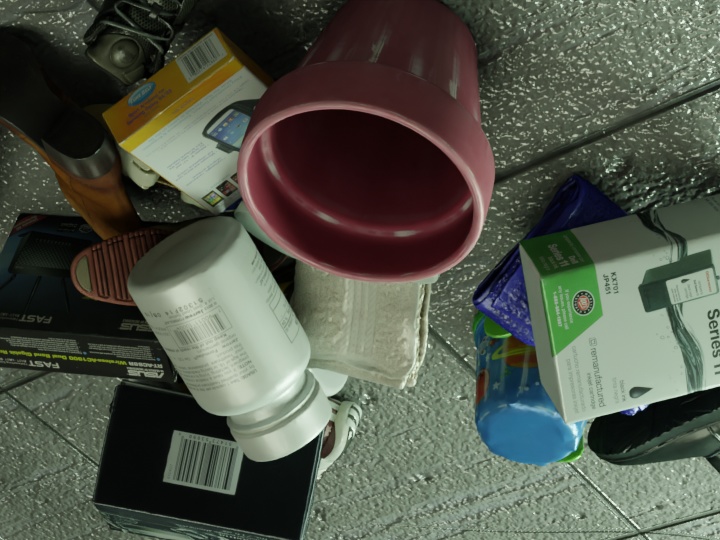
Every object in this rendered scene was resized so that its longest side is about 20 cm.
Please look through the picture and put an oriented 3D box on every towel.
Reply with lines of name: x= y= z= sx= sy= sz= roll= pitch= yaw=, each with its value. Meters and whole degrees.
towel: x=0.216 y=0.028 z=1.660 sx=0.200 sy=0.050 sz=0.148 roll=36 pitch=99 yaw=-23
towel: x=0.000 y=0.000 z=1.667 sx=0.132 sy=0.034 sz=0.200 roll=11 pitch=106 yaw=28

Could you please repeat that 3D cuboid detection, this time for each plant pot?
plant pot: x=0.016 y=-0.120 z=1.507 sx=0.200 sy=0.179 sz=0.200 roll=9 pitch=139 yaw=7

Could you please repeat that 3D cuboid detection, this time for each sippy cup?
sippy cup: x=0.164 y=0.105 z=1.751 sx=0.178 sy=0.130 sz=0.140 roll=30 pitch=138 yaw=-17

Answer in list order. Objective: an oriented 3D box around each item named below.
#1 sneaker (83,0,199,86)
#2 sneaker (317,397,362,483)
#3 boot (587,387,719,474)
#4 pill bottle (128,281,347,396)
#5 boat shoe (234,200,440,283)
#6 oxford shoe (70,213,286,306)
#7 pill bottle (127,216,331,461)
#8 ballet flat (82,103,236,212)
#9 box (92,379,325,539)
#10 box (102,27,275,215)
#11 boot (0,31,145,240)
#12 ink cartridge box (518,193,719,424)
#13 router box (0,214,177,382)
sneaker: x=-0.158 y=-0.218 z=1.505 sx=0.076 sy=0.114 sz=0.199 roll=31 pitch=135 yaw=-20
sneaker: x=-0.088 y=0.182 z=1.972 sx=0.115 sy=0.076 sz=0.200 roll=29 pitch=127 yaw=-8
boot: x=0.342 y=0.173 z=1.822 sx=0.198 sy=0.073 sz=0.162 roll=-25 pitch=128 yaw=37
pill bottle: x=-0.119 y=0.075 z=1.819 sx=0.200 sy=0.114 sz=0.114 roll=-9 pitch=134 yaw=25
boat shoe: x=-0.012 y=-0.040 z=1.613 sx=0.200 sy=0.064 sz=0.071 roll=14 pitch=156 yaw=24
oxford shoe: x=-0.169 y=-0.011 z=1.712 sx=0.200 sy=0.075 sz=0.071 roll=-7 pitch=102 yaw=-19
pill bottle: x=-0.109 y=0.063 z=1.649 sx=0.114 sy=0.114 sz=0.200 roll=-15 pitch=117 yaw=31
ballet flat: x=-0.164 y=-0.095 z=1.681 sx=0.200 sy=0.063 sz=0.069 roll=16 pitch=141 yaw=0
box: x=-0.142 y=0.198 z=1.810 sx=0.200 sy=0.124 sz=0.197 roll=11 pitch=167 yaw=0
box: x=-0.116 y=-0.117 z=1.576 sx=0.119 sy=0.041 sz=0.200 roll=-36 pitch=154 yaw=8
boot: x=-0.271 y=-0.115 z=1.693 sx=0.188 sy=0.069 sz=0.200 roll=32 pitch=164 yaw=17
ink cartridge box: x=0.248 y=0.030 z=1.593 sx=0.200 sy=0.083 sz=0.147 roll=-14 pitch=114 yaw=-4
router box: x=-0.252 y=0.024 z=1.776 sx=0.200 sy=0.150 sz=0.062 roll=3 pitch=137 yaw=13
